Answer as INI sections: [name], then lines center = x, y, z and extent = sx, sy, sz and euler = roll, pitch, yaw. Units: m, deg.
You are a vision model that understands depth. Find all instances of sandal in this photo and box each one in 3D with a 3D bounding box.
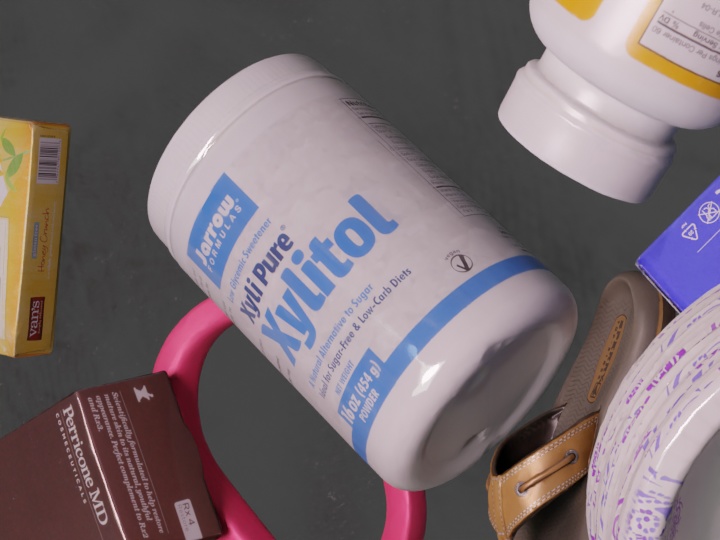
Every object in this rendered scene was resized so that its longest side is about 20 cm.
[sandal]
center = 0.093, 0.090, 0.843
extent = 0.202, 0.054, 0.082
euler = -69, 18, -4

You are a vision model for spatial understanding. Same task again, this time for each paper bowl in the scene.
[paper bowl]
center = 0.188, 0.088, 0.704
extent = 0.198, 0.105, 0.203
euler = -2, 111, -5

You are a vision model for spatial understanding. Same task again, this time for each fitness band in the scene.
[fitness band]
center = -0.040, 0.099, 0.988
extent = 0.200, 0.037, 0.144
euler = 49, 119, 23

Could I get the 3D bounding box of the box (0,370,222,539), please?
[box]
center = -0.176, 0.143, 1.036
extent = 0.199, 0.075, 0.101
euler = -31, 75, 40

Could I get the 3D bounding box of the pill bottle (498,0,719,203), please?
[pill bottle]
center = 0.146, -0.136, 0.805
extent = 0.113, 0.112, 0.201
euler = 39, 112, 26

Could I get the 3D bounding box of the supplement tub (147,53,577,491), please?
[supplement tub]
center = 0.000, 0.000, 0.897
extent = 0.200, 0.131, 0.133
euler = 43, 114, 24

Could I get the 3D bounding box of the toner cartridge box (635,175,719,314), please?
[toner cartridge box]
center = 0.212, -0.051, 0.748
extent = 0.200, 0.095, 0.043
euler = -47, 61, 12

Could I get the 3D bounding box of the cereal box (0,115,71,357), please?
[cereal box]
center = -0.273, -0.032, 1.133
extent = 0.198, 0.039, 0.146
euler = 10, 98, 33
